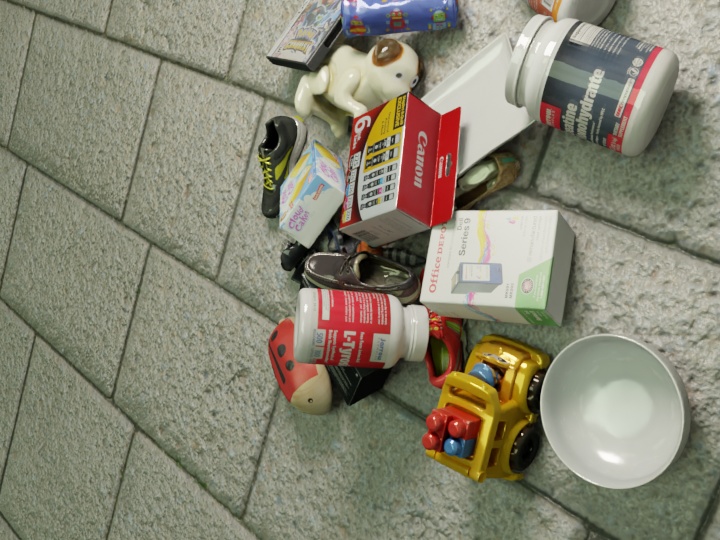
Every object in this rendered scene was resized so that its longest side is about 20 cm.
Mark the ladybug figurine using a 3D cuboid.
[{"bbox_3d":[-0.115,0.174,1.464,0.202,0.071,0.137,60,147,33],"label":"ladybug figurine"}]

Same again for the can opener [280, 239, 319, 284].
[{"bbox_3d":[-0.086,-0.072,1.497,0.202,0.078,0.064,-57,17,19],"label":"can opener"}]

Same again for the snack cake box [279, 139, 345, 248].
[{"bbox_3d":[-0.085,-0.138,1.408,0.116,0.067,0.201,-51,20,17],"label":"snack cake box"}]

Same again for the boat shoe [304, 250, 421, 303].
[{"bbox_3d":[0.000,0.000,1.280,0.196,0.065,0.073,14,63,18],"label":"boat shoe"}]

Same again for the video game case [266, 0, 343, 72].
[{"bbox_3d":[-0.077,-0.441,1.441,0.182,0.025,0.199,-55,32,-2],"label":"video game case"}]

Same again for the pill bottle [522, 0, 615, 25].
[{"bbox_3d":[0.271,-0.437,1.167,0.113,0.111,0.201,-53,57,25],"label":"pill bottle"}]

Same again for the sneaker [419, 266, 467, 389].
[{"bbox_3d":[0.126,0.087,1.271,0.076,0.084,0.205,-14,80,29],"label":"sneaker"}]

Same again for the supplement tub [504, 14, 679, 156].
[{"bbox_3d":[0.307,-0.250,1.078,0.197,0.140,0.143,26,104,22],"label":"supplement tub"}]

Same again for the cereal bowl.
[{"bbox_3d":[0.346,0.184,1.080,0.197,0.082,0.205,-3,86,40],"label":"cereal bowl"}]

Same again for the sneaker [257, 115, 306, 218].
[{"bbox_3d":[-0.169,-0.203,1.549,0.074,0.084,0.204,19,99,40],"label":"sneaker"}]

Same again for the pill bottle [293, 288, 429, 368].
[{"bbox_3d":[0.000,0.090,1.228,0.112,0.195,0.115,-176,90,-81],"label":"pill bottle"}]

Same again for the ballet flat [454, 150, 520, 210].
[{"bbox_3d":[0.160,-0.131,1.273,0.199,0.065,0.072,-35,70,35],"label":"ballet flat"}]

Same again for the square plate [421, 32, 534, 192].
[{"bbox_3d":[0.176,-0.242,1.254,0.197,0.028,0.203,-34,47,29],"label":"square plate"}]

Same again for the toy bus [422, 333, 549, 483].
[{"bbox_3d":[0.168,0.199,1.164,0.134,0.190,0.204,19,98,41],"label":"toy bus"}]

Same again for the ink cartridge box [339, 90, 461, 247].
[{"bbox_3d":[0.062,-0.160,1.248,0.174,0.083,0.204,-17,59,45],"label":"ink cartridge box"}]

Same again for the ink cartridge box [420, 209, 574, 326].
[{"bbox_3d":[0.198,-0.006,1.181,0.197,0.087,0.148,3,73,34],"label":"ink cartridge box"}]

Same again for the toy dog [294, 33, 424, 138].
[{"bbox_3d":[0.015,-0.327,1.385,0.197,0.139,0.198,-1,67,39],"label":"toy dog"}]

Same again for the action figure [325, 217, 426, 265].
[{"bbox_3d":[0.016,-0.004,1.396,0.192,0.104,0.204,22,131,45],"label":"action figure"}]

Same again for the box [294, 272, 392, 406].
[{"bbox_3d":[-0.029,0.105,1.360,0.202,0.078,0.142,59,160,19],"label":"box"}]

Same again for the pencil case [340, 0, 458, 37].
[{"bbox_3d":[0.061,-0.429,1.314,0.195,0.079,0.088,-2,50,7],"label":"pencil case"}]
